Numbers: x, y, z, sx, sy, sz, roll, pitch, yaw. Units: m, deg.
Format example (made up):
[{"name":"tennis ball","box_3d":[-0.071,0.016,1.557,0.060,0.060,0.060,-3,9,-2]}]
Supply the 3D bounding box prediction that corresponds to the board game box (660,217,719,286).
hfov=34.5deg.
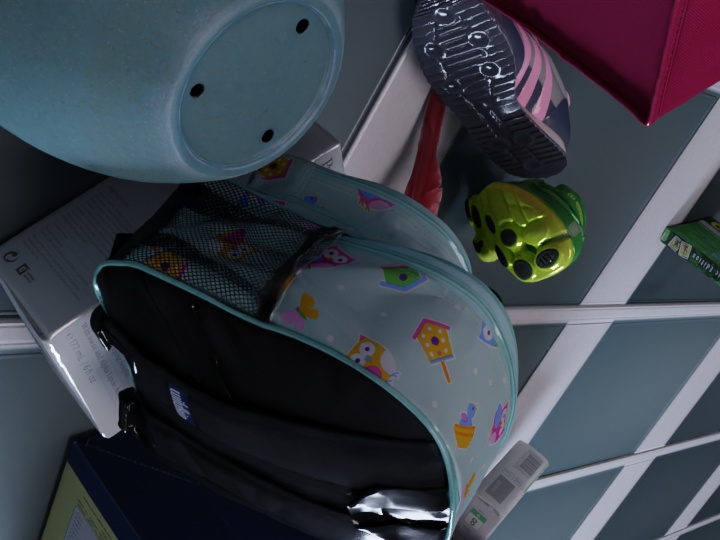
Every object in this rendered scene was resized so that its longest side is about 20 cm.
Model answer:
[{"name":"board game box","box_3d":[0.429,0.011,1.252,0.104,0.200,0.024,-12,135,-42]}]

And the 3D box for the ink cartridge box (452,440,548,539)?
[{"name":"ink cartridge box","box_3d":[0.116,0.295,1.290,0.201,0.050,0.161,-58,165,25]}]

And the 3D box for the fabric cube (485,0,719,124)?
[{"name":"fabric cube","box_3d":[0.175,-0.241,0.628,0.198,0.200,0.197,-29,147,-24]}]

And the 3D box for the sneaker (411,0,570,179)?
[{"name":"sneaker","box_3d":[0.092,-0.147,0.798,0.200,0.070,0.083,50,44,-50]}]

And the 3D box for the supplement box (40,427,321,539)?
[{"name":"supplement box","box_3d":[-0.129,0.246,0.836,0.133,0.200,0.201,-10,135,-44]}]

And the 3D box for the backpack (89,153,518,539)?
[{"name":"backpack","box_3d":[-0.015,0.048,0.593,0.153,0.199,0.177,-44,148,-35]}]

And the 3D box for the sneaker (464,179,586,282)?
[{"name":"sneaker","box_3d":[0.131,-0.041,0.868,0.083,0.075,0.200,-18,-172,-3]}]

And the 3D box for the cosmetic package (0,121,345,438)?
[{"name":"cosmetic package","box_3d":[-0.103,-0.009,0.687,0.199,0.081,0.113,-35,146,-16]}]

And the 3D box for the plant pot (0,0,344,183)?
[{"name":"plant pot","box_3d":[-0.084,-0.119,0.530,0.199,0.135,0.201,-31,146,-24]}]

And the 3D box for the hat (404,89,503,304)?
[{"name":"hat","box_3d":[0.000,0.000,0.859,0.200,0.165,0.177,-49,117,-27]}]
